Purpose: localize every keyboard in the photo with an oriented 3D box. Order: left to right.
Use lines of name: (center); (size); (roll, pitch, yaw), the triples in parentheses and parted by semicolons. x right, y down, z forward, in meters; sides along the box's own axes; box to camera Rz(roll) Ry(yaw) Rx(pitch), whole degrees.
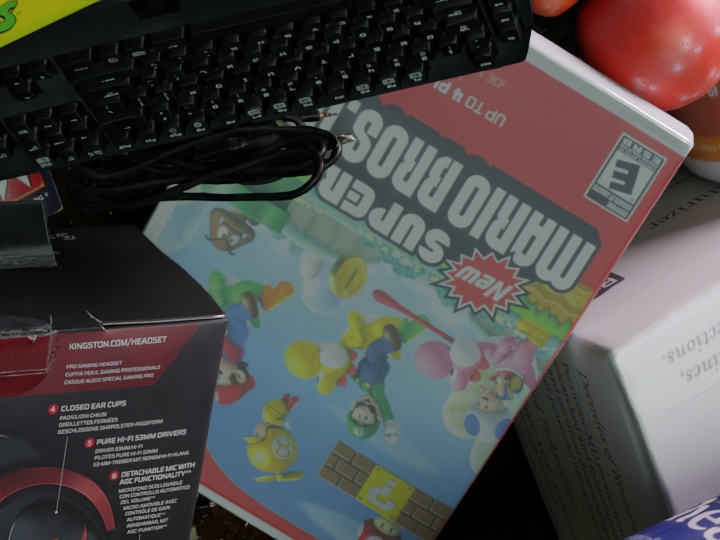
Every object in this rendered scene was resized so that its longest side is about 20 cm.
keyboard: (-0.043, -0.046, 0.684); (0.198, 0.104, 0.040); (-11, 67, 12)

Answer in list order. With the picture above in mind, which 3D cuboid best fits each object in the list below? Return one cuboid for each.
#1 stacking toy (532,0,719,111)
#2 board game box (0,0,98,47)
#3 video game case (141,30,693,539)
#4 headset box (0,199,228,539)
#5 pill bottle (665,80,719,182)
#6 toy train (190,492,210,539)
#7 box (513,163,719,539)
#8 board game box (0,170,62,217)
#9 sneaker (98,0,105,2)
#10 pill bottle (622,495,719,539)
stacking toy: (0.047, -0.133, 0.772); (0.085, 0.085, 0.200); (-41, 93, -9)
board game box: (-0.138, -0.150, 0.669); (0.101, 0.201, 0.048); (-27, 150, -14)
video game case: (0.000, 0.000, 0.785); (0.142, 0.017, 0.201); (31, 111, -2)
headset box: (-0.131, 0.074, 0.724); (0.148, 0.075, 0.202); (-4, 116, -31)
pill bottle: (0.135, -0.141, 0.824); (0.112, 0.112, 0.201); (-28, 111, -15)
toy train: (-0.147, 0.095, 0.801); (0.198, 0.034, 0.046); (-4, 107, -21)
box: (0.174, 0.056, 0.872); (0.198, 0.131, 0.201); (-28, 111, -15)
board game box: (-0.207, -0.030, 0.734); (0.199, 0.062, 0.201); (-24, 111, -18)
sneaker: (-0.030, -0.109, 0.699); (0.198, 0.080, 0.074); (-5, 99, 1)
pill bottle: (0.135, 0.123, 0.738); (0.199, 0.111, 0.112); (-22, 109, -16)
